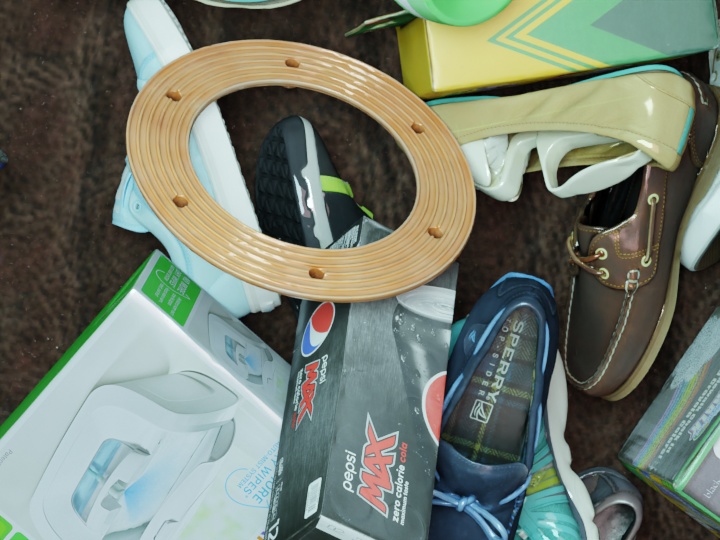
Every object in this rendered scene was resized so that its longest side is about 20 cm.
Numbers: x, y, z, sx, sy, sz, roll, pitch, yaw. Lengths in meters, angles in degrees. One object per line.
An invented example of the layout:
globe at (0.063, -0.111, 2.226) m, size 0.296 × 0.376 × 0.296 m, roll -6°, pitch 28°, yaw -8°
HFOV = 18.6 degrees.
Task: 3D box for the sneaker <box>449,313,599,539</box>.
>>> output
sneaker at (0.083, 0.122, 1.281) m, size 0.077 × 0.079 × 0.202 m, roll -20°, pitch 71°, yaw 28°

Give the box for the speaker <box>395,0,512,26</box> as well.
speaker at (0.011, -0.204, 1.223) m, size 0.088 × 0.200 × 0.089 m, roll -16°, pitch 124°, yaw -26°

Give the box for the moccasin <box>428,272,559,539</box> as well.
moccasin at (0.058, 0.100, 1.208) m, size 0.080 × 0.068 × 0.202 m, roll 11°, pitch 96°, yaw 2°

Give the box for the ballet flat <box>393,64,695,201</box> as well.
ballet flat at (0.097, -0.072, 1.256) m, size 0.068 × 0.199 × 0.064 m, roll 27°, pitch 63°, yaw -47°

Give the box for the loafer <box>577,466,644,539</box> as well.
loafer at (0.100, 0.204, 1.318) m, size 0.072 × 0.063 × 0.200 m, roll 38°, pitch 88°, yaw -6°

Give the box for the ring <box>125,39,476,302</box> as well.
ring at (-0.032, -0.054, 1.209) m, size 0.199 × 0.201 × 0.019 m, roll 14°, pitch 134°, yaw -6°

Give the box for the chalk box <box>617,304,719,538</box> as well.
chalk box at (0.248, 0.104, 1.261) m, size 0.123 × 0.200 × 0.125 m, roll 36°, pitch 89°, yaw -6°

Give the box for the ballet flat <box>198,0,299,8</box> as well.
ballet flat at (-0.096, -0.186, 1.248) m, size 0.198 × 0.069 × 0.070 m, roll 8°, pitch 92°, yaw 25°

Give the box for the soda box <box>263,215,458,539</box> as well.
soda box at (0.002, 0.073, 1.184) m, size 0.070 × 0.063 × 0.201 m, roll 26°, pitch 49°, yaw -21°

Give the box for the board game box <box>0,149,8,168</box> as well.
board game box at (-0.327, -0.072, 1.246) m, size 0.200 × 0.097 × 0.160 m, roll 42°, pitch 87°, yaw -6°

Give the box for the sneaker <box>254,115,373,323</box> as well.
sneaker at (0.000, 0.000, 1.309) m, size 0.082 × 0.072 × 0.202 m, roll -20°, pitch 97°, yaw -24°

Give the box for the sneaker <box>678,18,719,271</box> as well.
sneaker at (0.233, -0.098, 1.330) m, size 0.084 × 0.073 × 0.201 m, roll 33°, pitch 94°, yaw 23°

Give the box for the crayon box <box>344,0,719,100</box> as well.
crayon box at (0.096, -0.134, 1.274) m, size 0.198 × 0.127 × 0.051 m, roll -9°, pitch 93°, yaw -4°

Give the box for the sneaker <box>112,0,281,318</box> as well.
sneaker at (-0.114, -0.061, 1.282) m, size 0.081 × 0.074 × 0.201 m, roll -20°, pitch 91°, yaw -4°

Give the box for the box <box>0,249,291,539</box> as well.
box at (-0.120, 0.125, 1.255) m, size 0.176 × 0.097 × 0.200 m, roll 42°, pitch 103°, yaw -7°

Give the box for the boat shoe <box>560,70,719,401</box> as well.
boat shoe at (0.154, -0.023, 1.297) m, size 0.070 × 0.070 × 0.202 m, roll 10°, pitch 99°, yaw -38°
